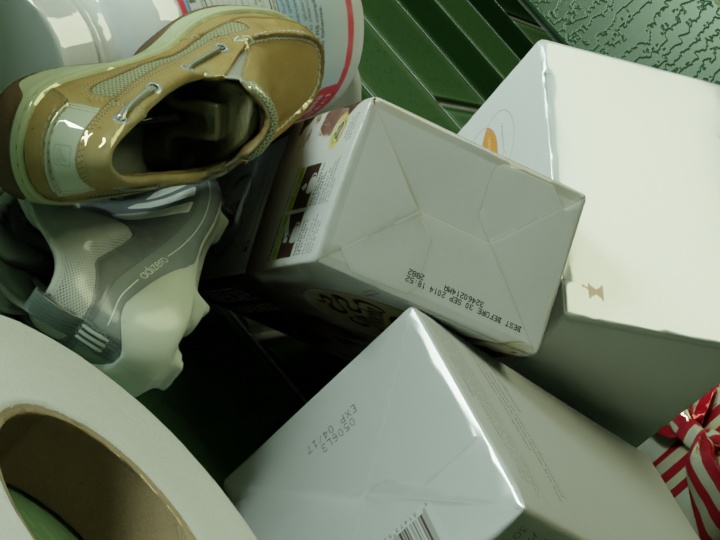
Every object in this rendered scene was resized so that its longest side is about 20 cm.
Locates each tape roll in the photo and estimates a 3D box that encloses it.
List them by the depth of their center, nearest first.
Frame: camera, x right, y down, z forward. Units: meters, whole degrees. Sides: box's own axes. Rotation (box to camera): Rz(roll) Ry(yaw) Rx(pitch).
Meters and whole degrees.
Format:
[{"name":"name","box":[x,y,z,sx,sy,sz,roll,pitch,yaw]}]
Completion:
[{"name":"tape roll","box":[-0.096,0.098,0.706,0.203,0.037,0.203,44,15,-15]}]

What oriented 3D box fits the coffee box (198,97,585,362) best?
[{"name":"coffee box","box":[0.002,-0.013,0.965,0.112,0.080,0.200,23,-12,-20]}]

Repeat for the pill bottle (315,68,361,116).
[{"name":"pill bottle","box":[-0.088,-0.142,1.206,0.111,0.111,0.200,32,16,-45]}]

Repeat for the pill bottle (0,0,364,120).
[{"name":"pill bottle","box":[-0.096,-0.109,0.983,0.199,0.109,0.109,-21,66,-48]}]

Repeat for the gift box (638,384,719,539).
[{"name":"gift box","box":[0.275,0.134,1.374,0.186,0.200,0.185,37,12,-30]}]

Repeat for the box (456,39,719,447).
[{"name":"box","box":[0.094,0.009,1.036,0.106,0.200,0.153,11,59,-22]}]

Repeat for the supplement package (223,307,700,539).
[{"name":"supplement package","box":[0.061,0.128,0.908,0.200,0.121,0.120,31,21,-45]}]

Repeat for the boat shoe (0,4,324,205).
[{"name":"boat shoe","box":[-0.065,-0.065,0.878,0.076,0.072,0.200,9,24,32]}]

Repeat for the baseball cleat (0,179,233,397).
[{"name":"baseball cleat","box":[-0.111,-0.019,0.911,0.106,0.070,0.200,36,13,-16]}]
